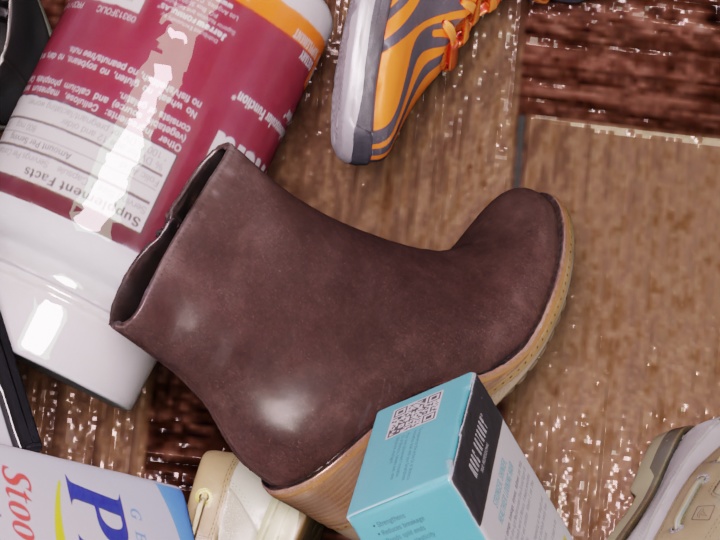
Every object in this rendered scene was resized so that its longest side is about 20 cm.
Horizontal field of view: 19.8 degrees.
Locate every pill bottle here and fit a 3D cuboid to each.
[{"bbox_3d":[-0.102,-0.048,0.918,0.113,0.114,0.201,25,83,1],"label":"pill bottle"}]

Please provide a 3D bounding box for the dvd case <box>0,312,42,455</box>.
[{"bbox_3d":[-0.235,0.041,0.897,0.199,0.017,0.144,-23,82,29],"label":"dvd case"}]

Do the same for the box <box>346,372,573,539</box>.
[{"bbox_3d":[0.068,0.149,0.849,0.049,0.082,0.201,-23,110,21],"label":"box"}]

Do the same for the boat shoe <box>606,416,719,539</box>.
[{"bbox_3d":[0.147,0.128,0.869,0.068,0.201,0.075,-22,117,31],"label":"boat shoe"}]

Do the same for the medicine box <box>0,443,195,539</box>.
[{"bbox_3d":[-0.152,0.166,0.794,0.103,0.199,0.183,-41,50,30],"label":"medicine box"}]

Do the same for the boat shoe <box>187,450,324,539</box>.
[{"bbox_3d":[-0.080,0.176,0.917,0.066,0.074,0.201,23,80,13],"label":"boat shoe"}]

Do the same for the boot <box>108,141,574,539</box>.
[{"bbox_3d":[0.000,0.000,0.891,0.166,0.072,0.201,46,62,-25],"label":"boot"}]

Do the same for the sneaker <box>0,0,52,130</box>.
[{"bbox_3d":[-0.194,-0.166,0.932,0.074,0.106,0.201,-28,85,-5],"label":"sneaker"}]

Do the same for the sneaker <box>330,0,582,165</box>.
[{"bbox_3d":[0.055,-0.130,0.940,0.111,0.078,0.202,17,69,-2],"label":"sneaker"}]
